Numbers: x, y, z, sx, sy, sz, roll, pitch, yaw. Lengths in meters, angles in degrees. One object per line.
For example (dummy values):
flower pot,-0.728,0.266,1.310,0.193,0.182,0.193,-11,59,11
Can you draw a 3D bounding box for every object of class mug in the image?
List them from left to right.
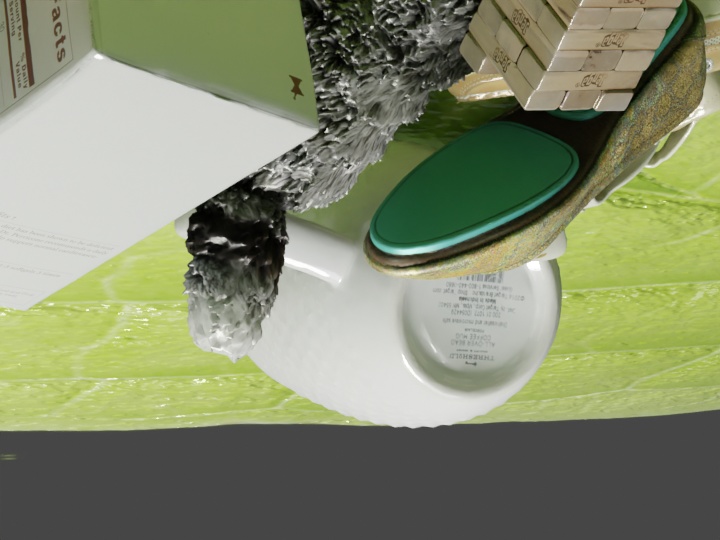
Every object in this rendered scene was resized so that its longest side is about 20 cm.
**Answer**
mug,0.000,0.000,0.868,0.199,0.149,0.175,19,179,-23

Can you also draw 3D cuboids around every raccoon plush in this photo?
raccoon plush,0.007,-0.058,0.743,0.133,0.202,0.096,-1,172,34

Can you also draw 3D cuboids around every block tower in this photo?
block tower,0.106,-0.148,0.650,0.054,0.058,0.201,-4,136,-31

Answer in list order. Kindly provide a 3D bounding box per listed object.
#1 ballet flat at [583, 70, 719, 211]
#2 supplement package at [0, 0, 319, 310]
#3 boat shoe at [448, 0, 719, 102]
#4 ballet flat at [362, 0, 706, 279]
ballet flat,0.126,-0.067,0.932,0.069,0.070,0.200,4,154,-34
supplement package,-0.131,-0.080,0.714,0.199,0.118,0.116,-27,152,36
boat shoe,0.138,-0.102,0.822,0.198,0.077,0.072,-14,-162,8
ballet flat,0.084,-0.045,0.740,0.200,0.071,0.071,-43,171,-24
